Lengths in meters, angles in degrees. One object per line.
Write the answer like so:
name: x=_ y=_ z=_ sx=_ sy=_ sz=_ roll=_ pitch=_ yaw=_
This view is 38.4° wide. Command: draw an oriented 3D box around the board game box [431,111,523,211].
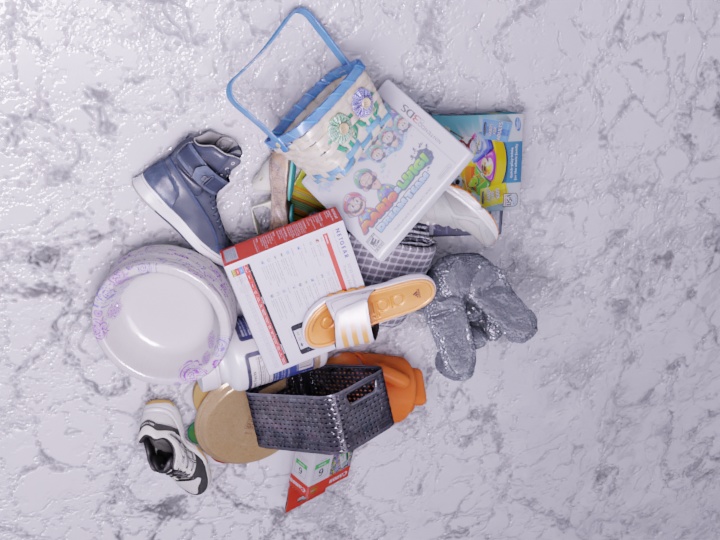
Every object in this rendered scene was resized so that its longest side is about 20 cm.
board game box: x=0.154 y=-0.165 z=1.595 sx=0.199 sy=0.047 sz=0.152 roll=-6 pitch=104 yaw=-24

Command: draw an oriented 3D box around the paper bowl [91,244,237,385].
paper bowl: x=-0.276 y=0.056 z=1.486 sx=0.199 sy=0.105 sz=0.202 roll=2 pitch=117 yaw=4

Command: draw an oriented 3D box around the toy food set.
toy food set: x=-0.186 y=0.239 z=1.705 sx=0.199 sy=0.049 sz=0.199 roll=-4 pitch=121 yaw=-25

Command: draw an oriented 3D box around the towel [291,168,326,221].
towel: x=-0.054 y=-0.137 z=1.557 sx=0.086 sy=0.018 sz=0.201 roll=19 pitch=109 yaw=-34

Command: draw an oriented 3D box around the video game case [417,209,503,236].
video game case: x=0.140 y=-0.126 z=1.633 sx=0.199 sy=0.019 sz=0.144 roll=-3 pitch=103 yaw=-24

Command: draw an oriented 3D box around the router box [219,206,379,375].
router box: x=-0.084 y=0.032 z=1.486 sx=0.178 sy=0.049 sz=0.201 roll=-21 pitch=122 yaw=-5

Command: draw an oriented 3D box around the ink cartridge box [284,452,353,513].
ink cartridge box: x=-0.067 y=0.339 z=1.800 sx=0.109 sy=0.050 sz=0.201 roll=-19 pitch=129 yaw=-45

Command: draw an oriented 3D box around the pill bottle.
pill bottle: x=-0.160 y=0.122 z=1.605 sx=0.199 sy=0.111 sz=0.112 roll=-15 pitch=125 yaw=-17

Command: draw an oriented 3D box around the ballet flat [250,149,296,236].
ballet flat: x=-0.127 y=-0.105 z=1.509 sx=0.067 sy=0.068 sz=0.201 roll=3 pitch=111 yaw=1

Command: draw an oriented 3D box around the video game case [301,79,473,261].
video game case: x=0.035 y=-0.145 z=1.481 sx=0.200 sy=0.182 sz=0.024 roll=-49 pitch=154 yaw=9

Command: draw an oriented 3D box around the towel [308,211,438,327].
towel: x=0.000 y=0.000 z=1.570 sx=0.199 sy=0.086 sz=0.166 roll=7 pitch=126 yaw=-21

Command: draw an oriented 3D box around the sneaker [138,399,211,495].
sneaker: x=-0.305 y=0.303 z=1.650 sx=0.075 sy=0.088 sz=0.201 roll=-12 pitch=125 yaw=17

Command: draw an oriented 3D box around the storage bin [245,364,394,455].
storage bin: x=-0.063 y=0.210 z=1.586 sx=0.135 sy=0.199 sz=0.094 roll=-22 pitch=104 yaw=-46

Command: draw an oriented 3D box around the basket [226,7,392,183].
basket: x=-0.065 y=-0.234 z=1.408 sx=0.200 sy=0.139 sz=0.177 roll=42 pitch=69 yaw=-16

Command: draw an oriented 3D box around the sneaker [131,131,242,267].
sneaker: x=-0.203 y=-0.103 z=1.467 sx=0.146 sy=0.077 sz=0.202 roll=-40 pitch=127 yaw=5

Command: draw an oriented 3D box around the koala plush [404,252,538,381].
koala plush: x=0.159 y=0.055 z=1.681 sx=0.177 sy=0.200 sz=0.185 roll=-30 pitch=97 yaw=-6

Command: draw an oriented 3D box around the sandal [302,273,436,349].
sandal: x=0.016 y=0.061 z=1.468 sx=0.205 sy=0.059 sz=0.080 roll=-21 pitch=122 yaw=-5

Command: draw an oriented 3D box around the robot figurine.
robot figurine: x=0.014 y=0.195 z=1.732 sx=0.199 sy=0.144 sz=0.117 roll=7 pitch=99 yaw=-29

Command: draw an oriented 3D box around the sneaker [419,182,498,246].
sneaker: x=0.118 y=-0.092 z=1.535 sx=0.200 sy=0.076 sz=0.092 roll=41 pitch=91 yaw=-19
